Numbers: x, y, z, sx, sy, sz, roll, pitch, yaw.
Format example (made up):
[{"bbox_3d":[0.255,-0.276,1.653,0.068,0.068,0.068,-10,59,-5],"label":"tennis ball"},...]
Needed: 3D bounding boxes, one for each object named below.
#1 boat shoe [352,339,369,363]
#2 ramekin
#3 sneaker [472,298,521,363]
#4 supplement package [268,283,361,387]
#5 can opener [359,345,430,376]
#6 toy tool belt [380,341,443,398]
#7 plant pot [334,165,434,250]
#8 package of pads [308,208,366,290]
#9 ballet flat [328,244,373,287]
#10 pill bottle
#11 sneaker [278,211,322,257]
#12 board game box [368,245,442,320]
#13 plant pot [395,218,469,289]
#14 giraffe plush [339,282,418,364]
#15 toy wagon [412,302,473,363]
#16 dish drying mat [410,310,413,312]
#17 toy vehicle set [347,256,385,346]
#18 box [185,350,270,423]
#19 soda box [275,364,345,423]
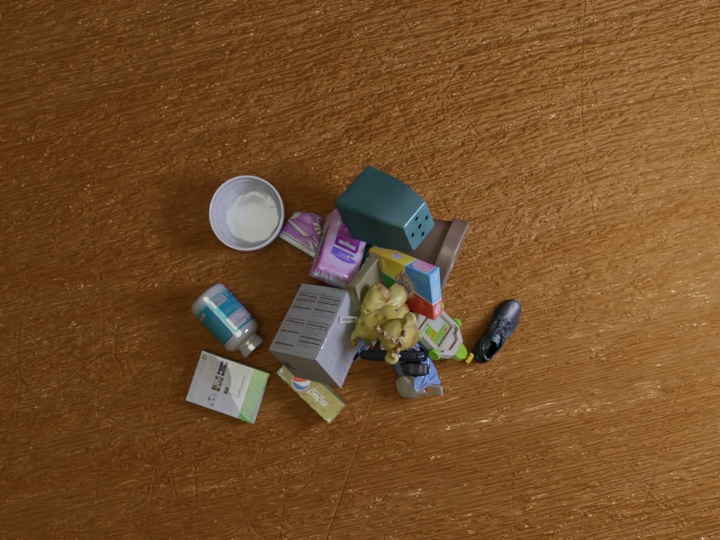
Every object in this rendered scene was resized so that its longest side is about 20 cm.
[{"bbox_3d":[-0.036,0.224,1.557,0.075,0.093,0.200,40,89,2],"label":"boat shoe"},{"bbox_3d":[-0.301,-0.149,1.570,0.199,0.105,0.201,0,87,0],"label":"ramekin"},{"bbox_3d":[0.379,0.168,1.563,0.075,0.079,0.201,31,87,2],"label":"sneaker"},{"bbox_3d":[-0.101,0.164,1.474,0.150,0.152,0.201,7,57,30],"label":"supplement package"},{"bbox_3d":[0.084,0.220,1.468,0.199,0.063,0.079,2,75,33],"label":"can opener"},{"bbox_3d":[0.148,0.241,1.534,0.124,0.123,0.201,-22,89,-35],"label":"toy tool belt"},{"bbox_3d":[0.070,-0.139,1.421,0.200,0.141,0.141,28,69,38],"label":"plant pot"},{"bbox_3d":[-0.052,-0.051,1.525,0.120,0.076,0.201,27,58,-20],"label":"package of pads"},{"bbox_3d":[0.000,0.000,1.582,0.200,0.076,0.064,-47,122,4],"label":"ballet flat"},{"bbox_3d":[-0.352,0.140,1.556,0.111,0.111,0.200,-43,88,-1],"label":"pill bottle"},{"bbox_3d":[-0.114,-0.090,1.583,0.200,0.073,0.115,32,85,2],"label":"sneaker"},{"bbox_3d":[0.117,0.028,1.496,0.199,0.154,0.040,24,50,36],"label":"board game box"},{"bbox_3d":[0.171,-0.063,1.525,0.174,0.200,0.201,23,88,11],"label":"plant pot"},{"bbox_3d":[0.075,0.135,1.403,0.199,0.162,0.174,-18,121,-34],"label":"giraffe plush"},{"bbox_3d":[0.217,0.175,1.541,0.200,0.040,0.155,46,45,0],"label":"toy wagon"},{"bbox_3d":[0.131,0.059,1.599,0.076,0.018,0.201,-19,87,-1],"label":"dish drying mat"},{"bbox_3d":[0.029,0.082,1.503,0.026,0.124,0.201,8,130,31],"label":"toy vehicle set"},{"bbox_3d":[-0.362,0.318,1.588,0.199,0.036,0.145,19,88,3],"label":"box"},{"bbox_3d":[-0.133,0.319,1.570,0.200,0.064,0.068,42,89,2],"label":"soda box"}]
